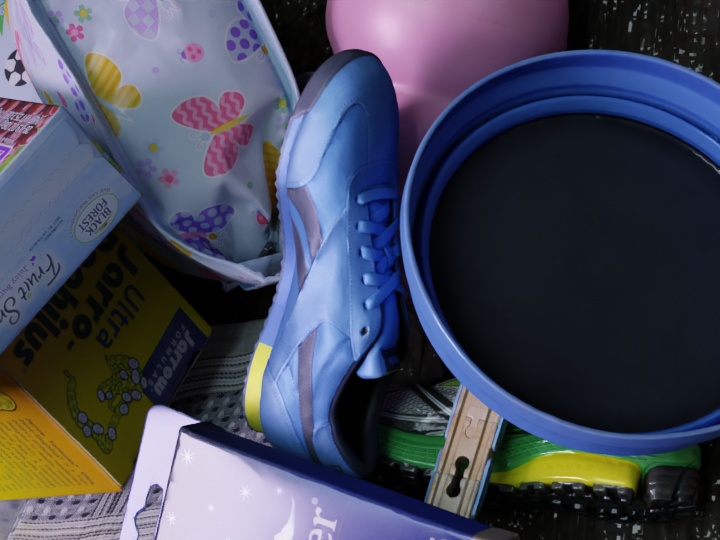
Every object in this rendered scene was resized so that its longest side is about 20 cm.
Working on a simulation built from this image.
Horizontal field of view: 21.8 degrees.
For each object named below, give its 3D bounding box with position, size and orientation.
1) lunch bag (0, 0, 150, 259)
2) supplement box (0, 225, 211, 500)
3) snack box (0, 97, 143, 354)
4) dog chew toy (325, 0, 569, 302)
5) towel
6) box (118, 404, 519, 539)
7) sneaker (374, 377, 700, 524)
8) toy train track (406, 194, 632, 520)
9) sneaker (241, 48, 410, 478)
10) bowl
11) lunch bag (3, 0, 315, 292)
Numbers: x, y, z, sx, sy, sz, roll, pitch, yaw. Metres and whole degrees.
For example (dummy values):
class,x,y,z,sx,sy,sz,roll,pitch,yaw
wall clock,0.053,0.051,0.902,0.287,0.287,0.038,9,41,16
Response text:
class,x,y,z,sx,sy,sz,roll,pitch,yaw
lunch bag,-0.180,-0.063,1.104,0.160,0.076,0.201,11,86,29
supplement box,-0.198,0.048,0.999,0.200,0.110,0.109,-10,41,42
snack box,-0.220,-0.007,0.917,0.169,0.068,0.200,-50,28,-15
dog chew toy,0.032,-0.080,0.947,0.124,0.124,0.201,19,99,34
towel,-0.110,0.098,0.991,0.199,0.035,0.193,-9,45,29
box,-0.035,0.147,0.859,0.199,0.032,0.122,17,100,26
sneaker,0.074,0.073,0.917,0.199,0.078,0.085,2,70,27
toy train track,0.055,0.053,0.868,0.114,0.033,0.201,10,74,29
sneaker,0.000,0.000,0.869,0.078,0.066,0.201,23,110,40
bowl,0.116,-0.008,0.854,0.200,0.039,0.201,3,62,-6
lunch bag,-0.092,-0.085,0.973,0.127,0.170,0.200,-27,95,-10
